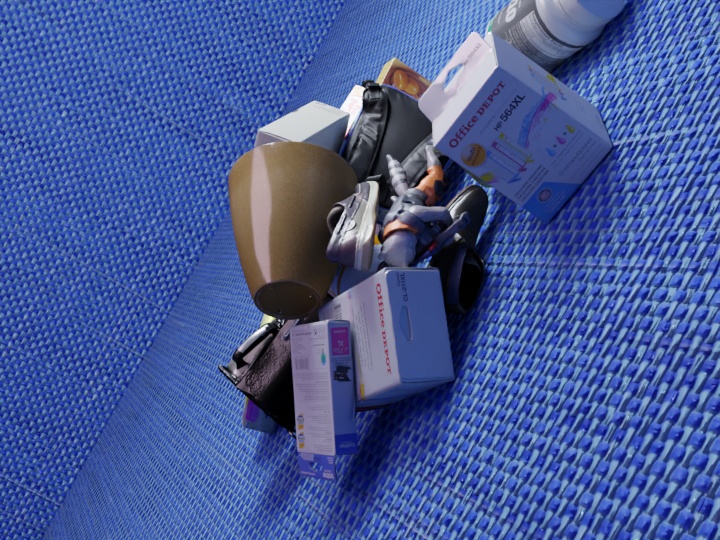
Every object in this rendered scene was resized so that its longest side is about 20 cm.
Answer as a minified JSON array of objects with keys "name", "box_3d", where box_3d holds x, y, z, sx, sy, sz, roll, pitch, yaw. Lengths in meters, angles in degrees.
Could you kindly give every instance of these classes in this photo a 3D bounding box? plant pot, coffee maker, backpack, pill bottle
[{"name":"plant pot","box_3d":[-0.095,-0.040,1.601,0.186,0.185,0.201,-43,37,44]},{"name":"coffee maker","box_3d":[-0.083,0.133,1.777,0.200,0.192,0.135,-50,-7,-2]},{"name":"backpack","box_3d":[0.050,-0.167,1.820,0.191,0.199,0.154,-57,-13,-24]},{"name":"pill bottle","box_3d":[0.268,-0.348,1.609,0.200,0.113,0.114,-30,32,60]},{"name":"pill bottle","box_3d":[0.000,0.000,1.709,0.111,0.111,0.200,-57,42,5]}]

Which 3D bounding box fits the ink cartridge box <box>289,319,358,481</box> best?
[{"name":"ink cartridge box","box_3d":[-0.048,0.168,1.511,0.119,0.042,0.202,-12,79,62]}]

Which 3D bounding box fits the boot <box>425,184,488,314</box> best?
[{"name":"boot","box_3d":[0.141,-0.023,1.526,0.097,0.075,0.201,6,65,53]}]

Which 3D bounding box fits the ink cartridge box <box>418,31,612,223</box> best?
[{"name":"ink cartridge box","box_3d":[0.180,-0.179,1.408,0.129,0.199,0.125,-52,17,25]}]

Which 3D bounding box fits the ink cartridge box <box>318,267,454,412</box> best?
[{"name":"ink cartridge box","box_3d":[0.030,0.092,1.491,0.200,0.082,0.147,-31,63,59]}]

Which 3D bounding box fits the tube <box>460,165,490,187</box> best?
[{"name":"tube","box_3d":[0.146,-0.156,1.541,0.200,0.058,0.052,23,-105,-64]}]

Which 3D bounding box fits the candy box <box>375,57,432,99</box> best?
[{"name":"candy box","box_3d":[0.058,-0.267,2.107,0.201,0.116,0.056,-64,16,-14]}]

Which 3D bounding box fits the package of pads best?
[{"name":"package of pads","box_3d":[-0.146,0.148,1.959,0.155,0.068,0.201,106,175,-53]}]

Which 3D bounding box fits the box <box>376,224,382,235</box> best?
[{"name":"box","box_3d":[0.022,-0.034,1.890,0.117,0.060,0.200,-54,16,18]}]

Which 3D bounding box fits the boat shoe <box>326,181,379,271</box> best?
[{"name":"boat shoe","box_3d":[-0.011,-0.065,1.523,0.200,0.064,0.072,-86,5,-59]}]

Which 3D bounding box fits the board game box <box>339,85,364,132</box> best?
[{"name":"board game box","box_3d":[-0.018,-0.179,1.924,0.046,0.152,0.201,21,71,30]}]

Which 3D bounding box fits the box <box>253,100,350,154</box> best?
[{"name":"box","box_3d":[-0.089,-0.189,1.747,0.200,0.068,0.083,-40,-32,-61]}]

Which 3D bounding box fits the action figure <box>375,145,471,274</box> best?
[{"name":"action figure","box_3d":[0.049,-0.060,1.526,0.200,0.104,0.194,-40,21,31]}]
